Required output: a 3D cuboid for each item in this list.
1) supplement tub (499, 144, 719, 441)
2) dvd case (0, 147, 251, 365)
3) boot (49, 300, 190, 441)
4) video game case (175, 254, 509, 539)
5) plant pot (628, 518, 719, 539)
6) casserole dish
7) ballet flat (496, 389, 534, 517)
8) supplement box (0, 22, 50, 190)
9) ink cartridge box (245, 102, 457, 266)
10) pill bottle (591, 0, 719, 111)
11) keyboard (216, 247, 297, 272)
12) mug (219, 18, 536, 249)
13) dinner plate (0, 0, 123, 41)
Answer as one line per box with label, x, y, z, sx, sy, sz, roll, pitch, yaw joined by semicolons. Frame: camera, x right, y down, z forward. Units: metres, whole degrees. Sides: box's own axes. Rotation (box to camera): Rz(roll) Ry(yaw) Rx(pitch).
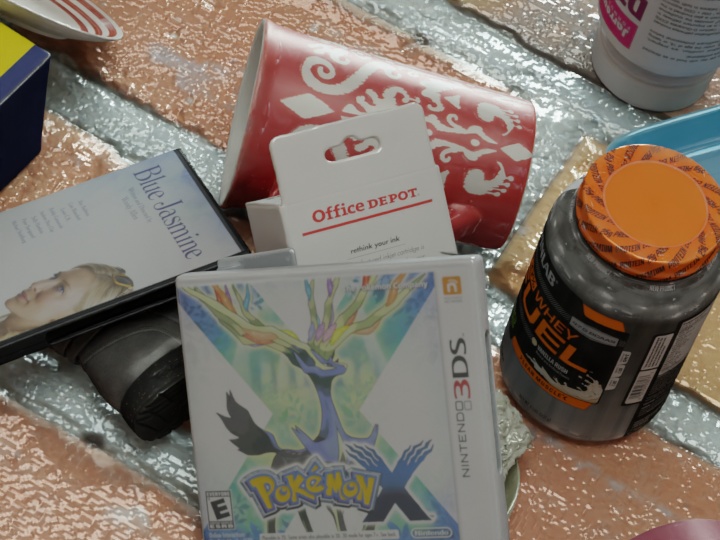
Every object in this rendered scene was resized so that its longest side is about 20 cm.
supplement tub;0.169;0.014;1.660;0.122;0.200;0.123;6;53;-7
dvd case;-0.186;-0.009;1.666;0.200;0.018;0.143;-21;39;-14
boot;-0.116;0.019;1.684;0.200;0.070;0.132;-28;56;-35
video game case;-0.012;0.086;1.561;0.199;0.183;0.022;-4;7;19
plant pot;0.217;0.256;1.515;0.199;0.200;0.179;-5;41;-15
casserole dish;0.271;-0.073;1.813;0.199;0.039;0.121;-17;38;-7
ballet flat;0.064;0.162;1.620;0.072;0.072;0.200;25;56;6
supplement box;-0.326;-0.133;1.719;0.200;0.109;0.110;32;55;12
ink cartridge box;0.000;0.000;1.628;0.116;0.067;0.201;-15;97;-22
pill bottle;0.239;-0.215;1.838;0.113;0.200;0.114;6;54;-8
keyboard;-0.048;0.087;1.591;0.056;0.201;0.011;-9;6;21
mug;0.009;-0.067;1.745;0.199;0.133;0.178;12;76;-8
dinner plate;-0.260;-0.205;1.772;0.200;0.024;0.200;29;9;-5
